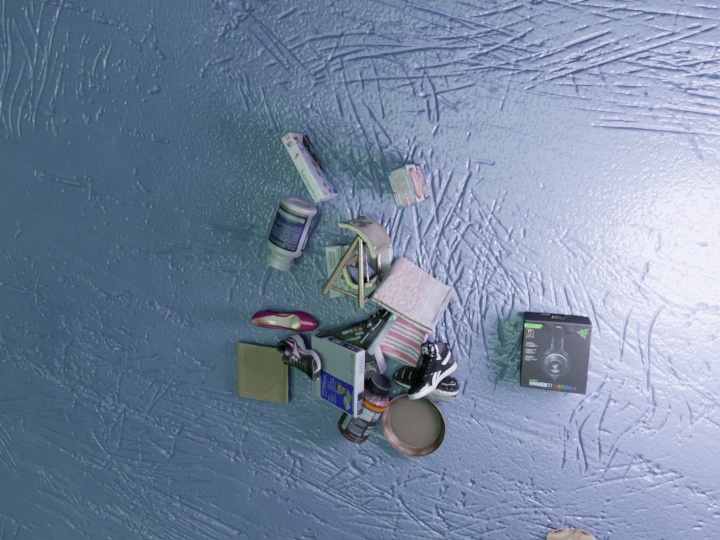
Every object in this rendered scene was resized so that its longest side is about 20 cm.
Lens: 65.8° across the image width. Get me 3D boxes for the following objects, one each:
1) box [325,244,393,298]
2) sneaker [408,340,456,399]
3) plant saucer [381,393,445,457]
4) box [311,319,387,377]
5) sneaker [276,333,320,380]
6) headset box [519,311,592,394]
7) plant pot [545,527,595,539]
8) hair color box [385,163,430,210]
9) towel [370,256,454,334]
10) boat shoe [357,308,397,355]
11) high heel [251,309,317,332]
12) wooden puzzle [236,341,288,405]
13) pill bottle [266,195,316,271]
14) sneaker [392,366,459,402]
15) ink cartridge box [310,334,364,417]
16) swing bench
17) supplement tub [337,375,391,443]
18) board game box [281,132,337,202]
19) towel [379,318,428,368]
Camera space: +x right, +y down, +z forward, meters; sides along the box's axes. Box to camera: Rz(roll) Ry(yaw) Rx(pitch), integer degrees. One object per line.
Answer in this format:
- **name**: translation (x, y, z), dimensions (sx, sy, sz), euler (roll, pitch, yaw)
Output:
- **box**: translation (0.000, 0.000, 1.636), dimensions (0.197, 0.041, 0.159), euler (-2, 101, 18)
- **sneaker**: translation (0.182, 0.267, 1.560), dimensions (0.073, 0.199, 0.113), euler (-20, 97, 49)
- **plant saucer**: translation (0.162, 0.463, 1.684), dimensions (0.197, 0.032, 0.204), euler (4, 103, 17)
- **box**: translation (-0.036, 0.248, 1.678), dimensions (0.198, 0.048, 0.161), euler (-17, 95, 29)
- **sneaker**: translation (-0.190, 0.270, 1.676), dimensions (0.199, 0.085, 0.082), euler (34, 127, 50)
- **headset box**: translation (0.520, 0.210, 1.489), dimensions (0.171, 0.093, 0.204), euler (5, 102, 16)
- **plant pot**: translation (0.599, 0.837, 1.554), dimensions (0.197, 0.200, 0.187), euler (-8, 87, 18)
- **hair color box**: translation (0.128, -0.223, 1.465), dimensions (0.060, 0.200, 0.101), euler (-17, 96, 19)
- **towel**: translation (0.147, 0.063, 1.523), dimensions (0.189, 0.200, 0.032), euler (31, 132, 8)
- **boat shoe**: translation (0.058, 0.142, 1.564), dimensions (0.067, 0.072, 0.201), euler (34, 112, 5)
- **high heel**: translation (-0.234, 0.159, 1.711), dimensions (0.197, 0.096, 0.068), euler (15, 105, 14)
- **wooden puzzle**: translation (-0.316, 0.332, 1.807), dimensions (0.197, 0.037, 0.188), euler (7, 103, 21)
- **pill bottle**: translation (-0.211, -0.107, 1.642), dimensions (0.110, 0.111, 0.203), euler (25, 107, 11)
- **sneaker**: translation (0.187, 0.342, 1.628), dimensions (0.197, 0.074, 0.080), euler (14, 130, 12)
- **ink cartridge box**: translation (-0.070, 0.303, 1.645), dimensions (0.198, 0.043, 0.202), euler (16, 111, 42)
- **swing bench**: translation (0.001, -0.032, 1.503), dimensions (0.128, 0.199, 0.203), euler (19, 106, 12)
- **supplement tub**: translation (0.017, 0.413, 1.680), dimensions (0.106, 0.107, 0.202), euler (32, 108, 9)
- **board game box**: translation (-0.142, -0.292, 1.575), dimensions (0.034, 0.126, 0.202), euler (-27, 92, 20)
- **towel**: translation (0.122, 0.183, 1.621), dimensions (0.144, 0.030, 0.203), euler (22, 119, 13)
